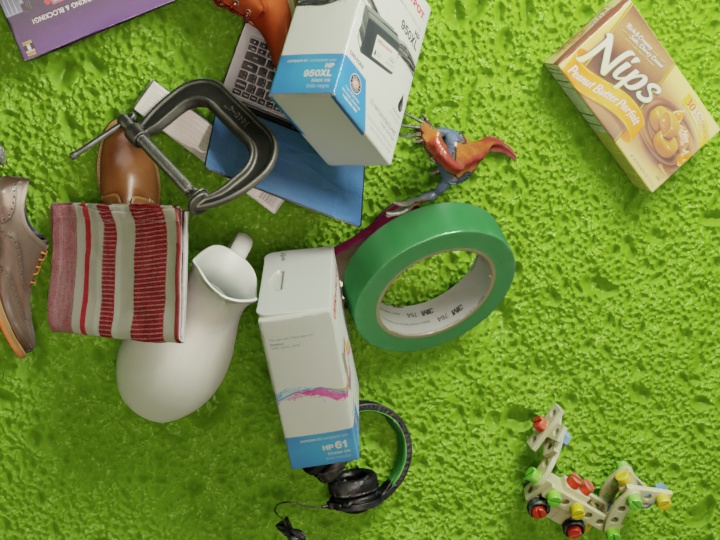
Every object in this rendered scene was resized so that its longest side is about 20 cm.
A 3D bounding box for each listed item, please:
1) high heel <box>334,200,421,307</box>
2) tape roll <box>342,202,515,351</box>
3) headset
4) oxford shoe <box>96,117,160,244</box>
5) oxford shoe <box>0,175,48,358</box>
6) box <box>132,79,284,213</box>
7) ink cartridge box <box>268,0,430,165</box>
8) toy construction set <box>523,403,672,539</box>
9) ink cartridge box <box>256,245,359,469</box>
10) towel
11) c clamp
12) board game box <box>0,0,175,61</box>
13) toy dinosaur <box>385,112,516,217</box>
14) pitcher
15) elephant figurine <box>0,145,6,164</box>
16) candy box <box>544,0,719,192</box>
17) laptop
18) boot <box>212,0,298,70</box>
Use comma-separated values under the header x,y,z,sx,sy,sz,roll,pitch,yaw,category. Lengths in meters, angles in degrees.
x,y,z,sx,sy,sz,roll,pitch,yaw,category
0.000,0.000,1.363,0.199,0.096,0.068,-41,107,-1,high heel
0.079,0.011,1.351,0.197,0.049,0.202,-15,141,-13,tape roll
-0.020,0.247,1.412,0.199,0.094,0.124,-39,107,-14,headset
-0.256,-0.067,1.310,0.070,0.071,0.204,-3,101,-9,oxford shoe
-0.377,-0.003,1.298,0.072,0.071,0.203,-11,103,-14,oxford shoe
-0.165,-0.139,1.329,0.199,0.039,0.042,36,92,-16,box
-0.007,-0.234,1.247,0.145,0.083,0.203,44,55,-54,ink cartridge box
0.280,0.266,1.481,0.199,0.092,0.131,39,117,-9,toy construction set
-0.055,0.095,1.316,0.083,0.145,0.203,-9,120,4,ink cartridge box
-0.265,0.001,1.267,0.023,0.197,0.147,-2,95,-56,towel
-0.185,-0.124,1.236,0.171,0.199,0.027,-44,147,-14,c clamp
-0.298,-0.337,1.251,0.197,0.057,0.167,-24,104,-6,board game box
0.103,-0.139,1.310,0.197,0.181,0.107,-19,101,-11,toy dinosaur
-0.186,0.059,1.324,0.120,0.172,0.201,33,115,-6,pitcher
-0.489,-0.116,1.221,0.200,0.142,0.155,-46,121,7,elephant figurine
0.326,-0.208,1.410,0.115,0.055,0.200,-41,106,-1,candy box
-0.058,-0.181,1.303,0.185,0.116,0.203,20,97,-16,laptop
-0.119,-0.292,1.275,0.106,0.075,0.203,-17,82,-8,boot
